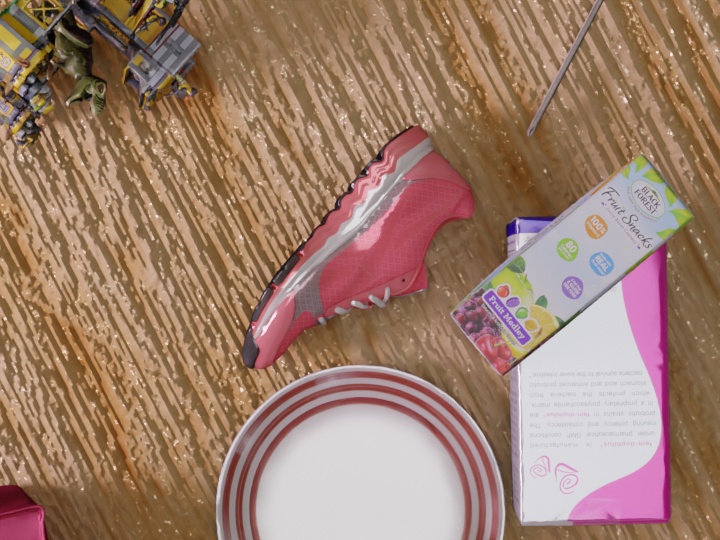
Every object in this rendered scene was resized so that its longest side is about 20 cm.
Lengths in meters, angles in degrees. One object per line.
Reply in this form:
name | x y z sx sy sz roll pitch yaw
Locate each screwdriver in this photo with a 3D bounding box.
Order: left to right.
screwdriver | 0.159 -0.183 1.488 0.029 0.028 0.201 33 91 31

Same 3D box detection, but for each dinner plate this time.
dinner plate | 0.000 0.165 1.491 0.199 0.024 0.202 0 91 0

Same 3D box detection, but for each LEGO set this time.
LEGO set | -0.170 -0.135 1.419 0.116 0.200 0.154 41 70 -1

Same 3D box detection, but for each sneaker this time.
sneaker | 0.000 0.000 1.466 0.087 0.074 0.200 40 90 -1

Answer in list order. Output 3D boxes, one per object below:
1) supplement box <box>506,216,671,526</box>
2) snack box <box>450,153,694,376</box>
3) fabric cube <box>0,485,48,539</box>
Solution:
supplement box | 0.151 0.066 1.450 0.100 0.103 0.202 0 88 0
snack box | 0.122 -0.001 1.301 0.142 0.200 0.053 -41 88 2
fabric cube | -0.290 0.253 1.386 0.195 0.199 0.201 -9 90 -13
